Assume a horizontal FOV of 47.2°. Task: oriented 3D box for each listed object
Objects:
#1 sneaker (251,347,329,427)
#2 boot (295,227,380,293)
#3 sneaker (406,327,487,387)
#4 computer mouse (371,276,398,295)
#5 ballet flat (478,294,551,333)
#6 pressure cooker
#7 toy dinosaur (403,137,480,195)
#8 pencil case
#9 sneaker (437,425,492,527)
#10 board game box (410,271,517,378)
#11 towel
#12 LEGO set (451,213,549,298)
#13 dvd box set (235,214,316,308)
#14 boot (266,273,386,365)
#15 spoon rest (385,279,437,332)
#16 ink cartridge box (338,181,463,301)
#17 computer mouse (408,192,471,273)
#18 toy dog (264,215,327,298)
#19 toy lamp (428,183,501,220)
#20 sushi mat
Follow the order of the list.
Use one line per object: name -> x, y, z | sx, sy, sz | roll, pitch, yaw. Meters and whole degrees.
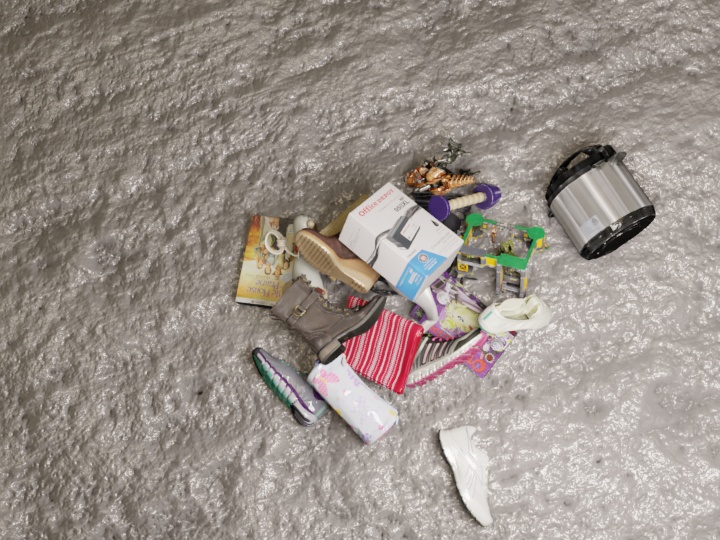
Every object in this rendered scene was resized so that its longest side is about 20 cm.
sneaker -> -0.139, 0.226, 1.707 | 0.087, 0.075, 0.200 | -35, 77, -23
boot -> -0.032, -0.064, 1.692 | 0.199, 0.072, 0.167 | 37, 51, -18
sneaker -> 0.158, 0.155, 1.648 | 0.199, 0.074, 0.088 | -34, 68, 24
computer mouse -> 0.000, 0.000, 1.763 | 0.199, 0.034, 0.059 | 28, 94, 9
ballet flat -> 0.317, 0.080, 1.615 | 0.199, 0.069, 0.070 | -7, 68, -36
pressure cooker -> 0.471, -0.145, 1.653 | 0.175, 0.179, 0.201 | -31, 72, 2
toy dinosaur -> 0.175, -0.193, 1.735 | 0.135, 0.103, 0.200 | -34, 46, -22
pencil case -> -0.016, 0.253, 1.647 | 0.091, 0.083, 0.200 | -42, 82, -14
sneaker -> 0.217, 0.392, 1.594 | 0.086, 0.075, 0.202 | -19, 72, -2
board game box -> 0.206, 0.108, 1.668 | 0.200, 0.032, 0.121 | 41, 123, 17
towel -> 0.030, 0.148, 1.659 | 0.199, 0.022, 0.146 | 22, 96, 38
LEGO set -> 0.284, -0.021, 1.700 | 0.198, 0.116, 0.155 | 8, 50, 15
dvd box set -> -0.184, -0.017, 1.793 | 0.145, 0.029, 0.202 | 8, 75, 10
boot -> -0.067, 0.070, 1.632 | 0.200, 0.069, 0.174 | -41, 71, -11
spoon rest -> 0.105, 0.038, 1.678 | 0.099, 0.060, 0.201 | -44, 54, 33
ink cartridge box -> 0.079, -0.060, 1.624 | 0.200, 0.085, 0.144 | 39, 49, 12
computer mouse -> 0.158, -0.075, 1.746 | 0.137, 0.053, 0.202 | 7, 75, 10
toy dog -> -0.107, -0.013, 1.714 | 0.131, 0.096, 0.202 | -23, 99, -40
toy lamp -> 0.221, -0.143, 1.699 | 0.199, 0.058, 0.058 | -18, 65, -42
sushi mat -> -0.024, -0.072, 1.732 | 0.200, 0.012, 0.096 | -43, 103, -31
